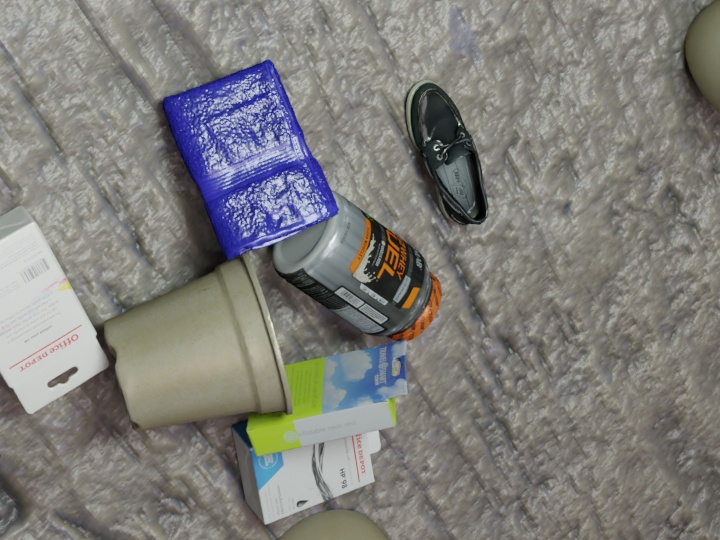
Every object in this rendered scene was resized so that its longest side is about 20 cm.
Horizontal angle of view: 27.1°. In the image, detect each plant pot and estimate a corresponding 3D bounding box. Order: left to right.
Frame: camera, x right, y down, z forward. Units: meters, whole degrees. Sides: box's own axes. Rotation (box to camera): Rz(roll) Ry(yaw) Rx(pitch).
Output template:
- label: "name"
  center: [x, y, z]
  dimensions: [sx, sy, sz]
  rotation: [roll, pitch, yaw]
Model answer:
- label: "plant pot"
  center: [-0.194, 0.096, 1.729]
  dimensions: [0.182, 0.201, 0.202]
  rotation: [-16, 116, -8]
- label: "plant pot"
  center: [-0.022, 0.436, 1.966]
  dimensions: [0.199, 0.134, 0.202]
  rotation: [-10, 113, -24]

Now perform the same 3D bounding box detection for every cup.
- label: "cup"
  center: [0.510, -0.289, 1.966]
  dimensions: [0.199, 0.143, 0.202]
  rotation: [-10, 114, -25]

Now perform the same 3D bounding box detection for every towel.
- label: "towel"
  center: [-0.123, -0.129, 1.697]
  dimensions: [0.147, 0.050, 0.201]
  rotation: [-24, 88, -19]

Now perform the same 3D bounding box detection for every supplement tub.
- label: "supplement tub"
  center: [0.000, 0.000, 1.819]
  dimensions: [0.199, 0.122, 0.123]
  rotation: [34, 91, -34]

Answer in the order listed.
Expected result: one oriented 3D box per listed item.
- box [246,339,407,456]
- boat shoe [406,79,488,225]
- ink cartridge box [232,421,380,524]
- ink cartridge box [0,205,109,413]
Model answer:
- label: "box"
  center: [-0.035, 0.153, 1.814]
  dimensions: [0.198, 0.122, 0.048]
  rotation: [-13, 120, 8]
- label: "boat shoe"
  center: [0.114, -0.141, 1.859]
  dimensions: [0.074, 0.066, 0.201]
  rotation: [-24, 118, -17]
- label: "ink cartridge box"
  center: [-0.054, 0.228, 1.909]
  dimensions: [0.199, 0.067, 0.117]
  rotation: [-19, 116, -21]
- label: "ink cartridge box"
  center: [-0.376, 0.046, 1.669]
  dimensions: [0.117, 0.067, 0.201]
  rotation: [-31, 119, -15]
